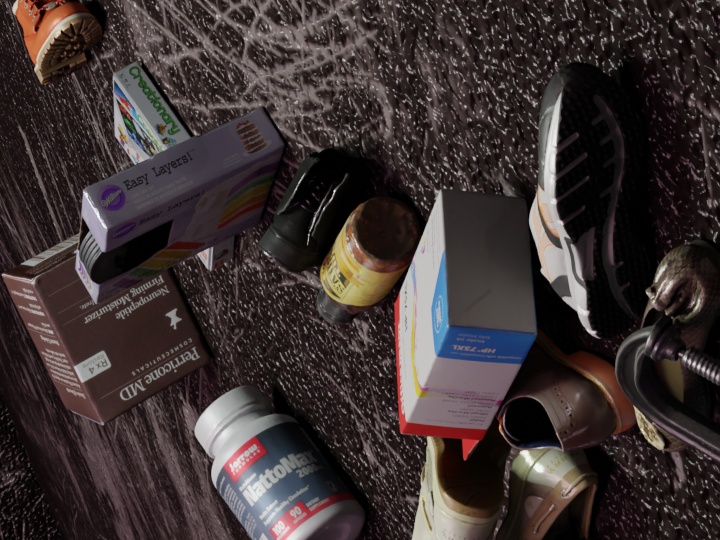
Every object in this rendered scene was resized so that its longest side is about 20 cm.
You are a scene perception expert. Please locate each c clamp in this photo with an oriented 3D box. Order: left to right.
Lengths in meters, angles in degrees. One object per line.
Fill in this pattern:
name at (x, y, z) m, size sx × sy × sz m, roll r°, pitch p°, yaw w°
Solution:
c clamp at (0.236, 0.083, 1.041) m, size 0.199 × 0.027 × 0.171 m, roll 27°, pitch 157°, yaw 27°

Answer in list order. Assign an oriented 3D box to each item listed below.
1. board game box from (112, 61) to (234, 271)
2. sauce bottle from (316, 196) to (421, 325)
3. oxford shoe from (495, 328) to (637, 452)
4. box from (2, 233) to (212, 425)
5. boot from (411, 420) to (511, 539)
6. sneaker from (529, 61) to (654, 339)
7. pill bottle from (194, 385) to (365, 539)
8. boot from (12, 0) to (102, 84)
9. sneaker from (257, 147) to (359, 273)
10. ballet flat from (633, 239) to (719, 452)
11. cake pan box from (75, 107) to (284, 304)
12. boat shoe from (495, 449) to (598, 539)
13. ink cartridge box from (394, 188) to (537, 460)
board game box at (-0.199, -0.110, 1.860) m, size 0.201 × 0.034 × 0.127 m, roll 54°, pitch 159°, yaw 18°
sauce bottle at (0.000, 0.000, 1.489) m, size 0.066 × 0.066 × 0.200 m, roll 56°, pitch 158°, yaw 11°
oxford shoe at (0.122, 0.090, 1.305) m, size 0.200 × 0.073 × 0.072 m, roll 12°, pitch 129°, yaw 64°
box at (-0.317, 0.057, 2.171) m, size 0.164 × 0.165 × 0.201 m, roll 5°, pitch 122°, yaw 65°
boot at (0.071, 0.209, 1.411) m, size 0.200 × 0.071 × 0.156 m, roll -77°, pitch 1°, yaw -71°
sneaker at (0.133, -0.048, 1.103) m, size 0.080 × 0.073 × 0.201 m, roll 43°, pitch 153°, yaw 44°
pill bottle at (-0.096, 0.231, 1.942) m, size 0.200 × 0.119 × 0.120 m, roll 50°, pitch 157°, yaw 26°
boot at (-0.346, -0.279, 1.940) m, size 0.108 × 0.075 × 0.200 m, roll 67°, pitch 161°, yaw -2°
sneaker at (-0.035, -0.057, 1.499) m, size 0.060 × 0.105 × 0.200 m, roll 32°, pitch -168°, yaw 4°
ballet flat at (0.197, 0.056, 1.122) m, size 0.067 × 0.046 × 0.201 m, roll 49°, pitch 156°, yaw 29°
cake pan box at (-0.176, -0.058, 1.640) m, size 0.053 × 0.199 × 0.184 m, roll 57°, pitch 157°, yaw 15°
boat shoe at (0.155, 0.210, 1.393) m, size 0.063 × 0.073 × 0.202 m, roll 50°, pitch 150°, yaw 38°
ink cartridge box at (0.070, 0.046, 1.284) m, size 0.201 × 0.066 × 0.117 m, roll 109°, pitch 163°, yaw -55°
